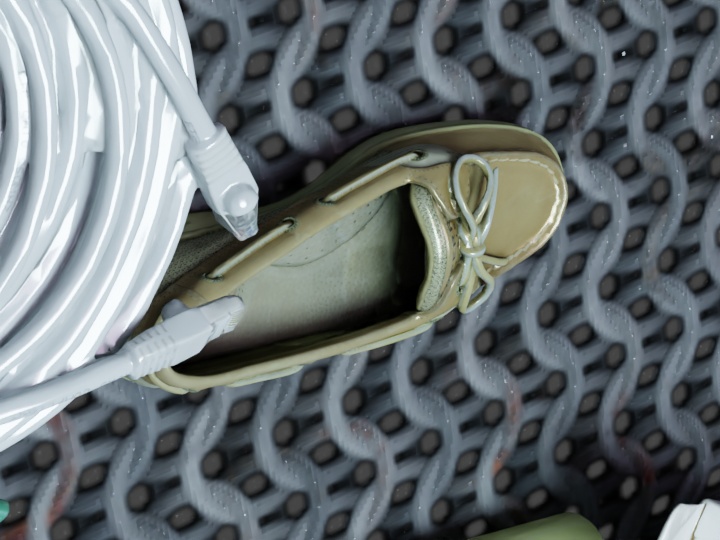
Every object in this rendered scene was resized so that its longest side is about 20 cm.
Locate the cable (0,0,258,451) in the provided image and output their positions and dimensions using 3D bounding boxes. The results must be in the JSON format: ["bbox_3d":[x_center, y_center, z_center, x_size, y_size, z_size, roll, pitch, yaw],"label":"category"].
[{"bbox_3d":[-0.136,-0.036,0.588,0.200,0.069,0.200,-29,122,-22],"label":"cable"}]

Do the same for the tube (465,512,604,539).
[{"bbox_3d":[0.004,0.139,0.894,0.200,0.052,0.058,-14,72,-27],"label":"tube"}]

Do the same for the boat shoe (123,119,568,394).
[{"bbox_3d":[-0.001,-0.002,0.827,0.200,0.063,0.073,-14,114,-31],"label":"boat shoe"}]

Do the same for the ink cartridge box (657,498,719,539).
[{"bbox_3d":[0.159,0.159,0.945,0.200,0.067,0.117,16,98,-64],"label":"ink cartridge box"}]

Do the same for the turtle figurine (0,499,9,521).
[{"bbox_3d":[-0.158,0.169,0.728,0.150,0.101,0.200,13,68,-51],"label":"turtle figurine"}]
